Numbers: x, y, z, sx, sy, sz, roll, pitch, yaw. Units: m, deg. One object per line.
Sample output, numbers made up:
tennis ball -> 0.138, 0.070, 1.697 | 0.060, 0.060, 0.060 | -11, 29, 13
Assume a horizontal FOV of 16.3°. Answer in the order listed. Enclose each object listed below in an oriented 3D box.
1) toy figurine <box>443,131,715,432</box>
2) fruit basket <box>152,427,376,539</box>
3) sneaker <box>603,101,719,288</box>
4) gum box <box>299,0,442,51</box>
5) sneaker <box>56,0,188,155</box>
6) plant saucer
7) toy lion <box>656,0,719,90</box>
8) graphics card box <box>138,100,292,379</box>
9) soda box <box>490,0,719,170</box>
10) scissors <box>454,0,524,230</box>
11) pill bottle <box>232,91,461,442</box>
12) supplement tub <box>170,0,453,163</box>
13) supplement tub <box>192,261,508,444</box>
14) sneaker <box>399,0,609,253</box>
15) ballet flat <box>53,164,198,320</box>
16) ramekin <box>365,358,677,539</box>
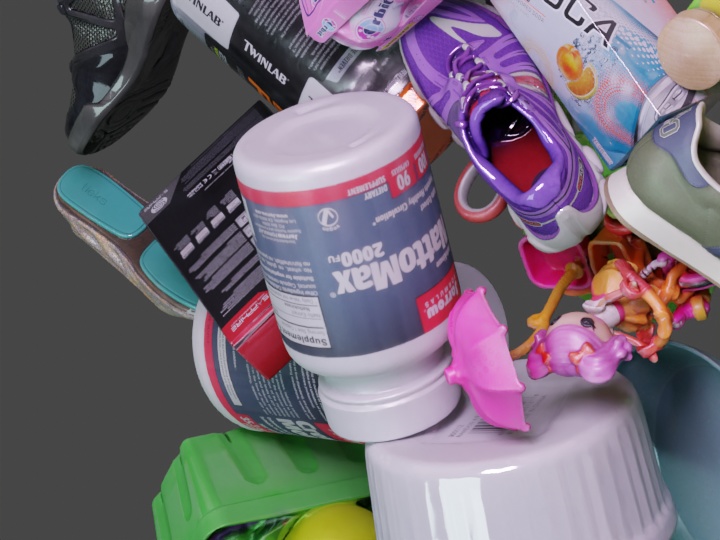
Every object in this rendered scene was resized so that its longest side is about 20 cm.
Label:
toy figurine -> 0.140, 0.027, 1.558 | 0.200, 0.184, 0.150 | 7, 131, 36
fruit basket -> -0.034, 0.209, 1.845 | 0.216, 0.215, 0.156 | 45, 139, 15
sneaker -> 0.249, -0.028, 1.480 | 0.200, 0.067, 0.090 | 29, 128, -8
gum box -> 0.010, -0.244, 1.549 | 0.113, 0.066, 0.201 | -39, 50, 49
sneaker -> -0.191, -0.182, 1.868 | 0.114, 0.076, 0.200 | 44, 135, 19
plant saucer -> 0.231, 0.136, 1.639 | 0.200, 0.036, 0.201 | 36, 135, 47
toy lion -> 0.270, -0.159, 1.425 | 0.191, 0.069, 0.201 | 20, 127, 28
graphics card box -> -0.067, -0.024, 1.743 | 0.051, 0.125, 0.200 | 45, -178, -38
soda box -> 0.133, -0.164, 1.531 | 0.200, 0.068, 0.064 | 56, 141, 14
scissors -> 0.100, -0.116, 1.578 | 0.073, 0.201, 0.014 | -5, 155, 28
pill bottle -> 0.000, 0.000, 1.585 | 0.119, 0.120, 0.201 | 9, 124, 42
supplement tub -> -0.020, -0.157, 1.669 | 0.200, 0.122, 0.123 | 42, 138, 19
supplement tub -> -0.009, 0.051, 1.776 | 0.200, 0.140, 0.141 | 4, 117, 45
sneaker -> 0.083, -0.103, 1.522 | 0.200, 0.081, 0.083 | 55, -172, 34
ballet flat -> -0.160, -0.011, 1.963 | 0.200, 0.068, 0.067 | 41, 157, 27
ramekin -> 0.098, 0.133, 1.617 | 0.200, 0.200, 0.098 | 6, 116, 43
